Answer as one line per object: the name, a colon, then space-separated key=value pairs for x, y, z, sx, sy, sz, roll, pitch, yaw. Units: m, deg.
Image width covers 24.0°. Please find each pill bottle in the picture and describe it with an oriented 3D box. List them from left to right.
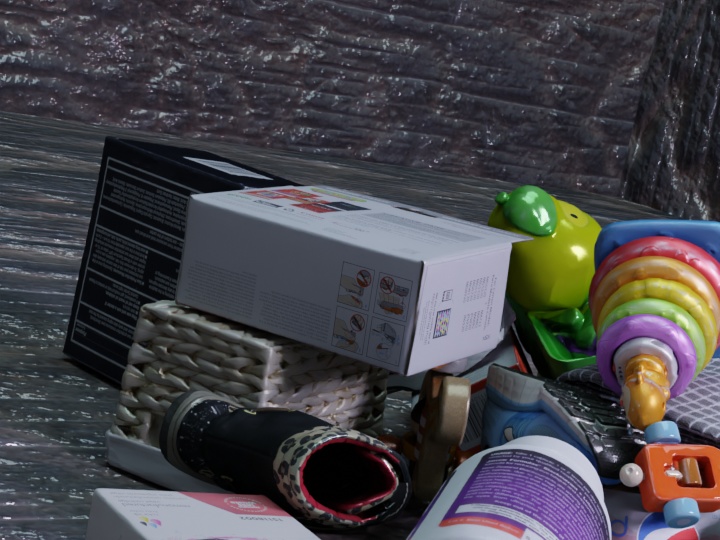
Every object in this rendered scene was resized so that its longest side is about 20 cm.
pill bottle: x=0.087 y=0.168 z=0.992 sx=0.111 sy=0.112 sz=0.200 roll=15 pitch=18 yaw=13

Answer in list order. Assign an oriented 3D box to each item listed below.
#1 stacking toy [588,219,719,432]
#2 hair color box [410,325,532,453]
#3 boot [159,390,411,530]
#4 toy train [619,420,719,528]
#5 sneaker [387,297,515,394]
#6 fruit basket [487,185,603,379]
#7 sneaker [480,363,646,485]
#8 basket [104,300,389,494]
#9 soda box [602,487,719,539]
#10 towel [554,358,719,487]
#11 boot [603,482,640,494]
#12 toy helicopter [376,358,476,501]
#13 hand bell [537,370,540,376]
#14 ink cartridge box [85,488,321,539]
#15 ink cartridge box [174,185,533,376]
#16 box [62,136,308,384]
stacking toy: x=0.206 y=0.054 z=1.196 sx=0.109 sy=0.117 sz=0.200 roll=-1 pitch=27 yaw=17
hair color box: x=0.099 y=0.104 z=1.463 sx=0.101 sy=0.061 sz=0.200 roll=-25 pitch=8 yaw=7
boot: x=-0.013 y=0.138 z=1.099 sx=0.203 sy=0.074 sz=0.153 roll=24 pitch=-9 yaw=-37
toy train: x=0.245 y=0.195 z=1.086 sx=0.150 sy=0.056 sz=0.201 roll=-1 pitch=57 yaw=-18
sneaker: x=0.030 y=0.058 z=1.437 sx=0.199 sy=0.087 sz=0.080 roll=-23 pitch=10 yaw=14
fruit basket: x=0.188 y=0.009 z=1.456 sx=0.155 sy=0.217 sz=0.216 roll=-10 pitch=14 yaw=-9
sneaker: x=0.141 y=0.128 z=1.209 sx=0.078 sy=0.090 sz=0.200 roll=16 pitch=1 yaw=-17
basket: x=-0.075 y=0.091 z=1.264 sx=0.135 sy=0.124 sz=0.200 roll=16 pitch=11 yaw=28
soda box: x=0.167 y=0.185 z=1.148 sx=0.199 sy=0.064 sz=0.070 roll=10 pitch=-18 yaw=-9
towel: x=0.266 y=0.115 z=1.279 sx=0.165 sy=0.086 sz=0.200 roll=-9 pitch=19 yaw=-40
boot: x=0.251 y=0.179 z=1.340 sx=0.199 sy=0.074 sz=0.155 roll=-4 pitch=15 yaw=-21
toy helicopter: x=0.060 y=0.100 z=1.226 sx=0.079 sy=0.133 sz=0.200 roll=12 pitch=-12 yaw=-2
hand bell: x=0.168 y=0.137 z=1.501 sx=0.104 sy=0.105 sz=0.200 roll=16 pitch=24 yaw=24
ink cartridge box: x=-0.062 y=0.184 z=0.917 sx=0.116 sy=0.068 sz=0.200 roll=7 pitch=11 yaw=-33
ink cartridge box: x=0.000 y=0.000 z=1.227 sx=0.199 sy=0.084 sz=0.175 roll=16 pitch=14 yaw=30
box: x=-0.137 y=0.007 z=1.444 sx=0.123 sy=0.199 sz=0.200 roll=6 pitch=12 yaw=-45
